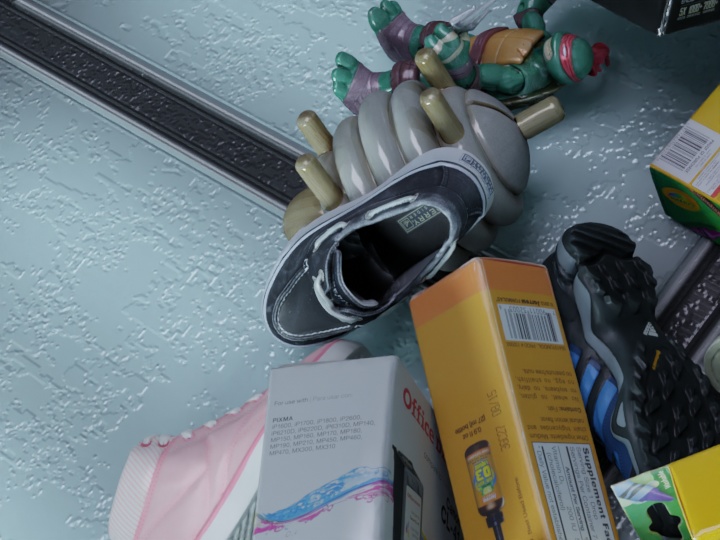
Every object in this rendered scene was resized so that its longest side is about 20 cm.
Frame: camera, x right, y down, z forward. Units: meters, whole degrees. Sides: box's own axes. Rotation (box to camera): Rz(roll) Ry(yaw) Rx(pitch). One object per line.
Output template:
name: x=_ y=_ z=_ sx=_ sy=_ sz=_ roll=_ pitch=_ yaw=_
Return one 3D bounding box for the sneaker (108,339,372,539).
sneaker: x=-0.083 y=0.111 z=1.351 sx=0.104 sy=0.075 sz=0.201 roll=30 pitch=78 yaw=30

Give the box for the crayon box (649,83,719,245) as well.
crayon box: x=0.289 y=-0.096 z=1.337 sx=0.119 sy=0.058 sz=0.200 roll=34 pitch=76 yaw=35

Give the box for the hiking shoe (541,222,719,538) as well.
hiking shoe: x=0.156 y=0.073 z=1.286 sx=0.087 sy=0.074 sz=0.201 roll=-47 pitch=51 yaw=47

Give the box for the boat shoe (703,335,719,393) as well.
boat shoe: x=0.298 y=0.026 z=1.251 sx=0.198 sy=0.075 sz=0.066 roll=-21 pitch=25 yaw=28

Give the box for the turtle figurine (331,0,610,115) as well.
turtle figurine: x=0.085 y=-0.150 z=1.431 sx=0.199 sy=0.101 sz=0.150 roll=-4 pitch=20 yaw=36

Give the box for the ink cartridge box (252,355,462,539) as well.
ink cartridge box: x=-0.001 y=0.170 z=1.232 sx=0.085 sy=0.148 sz=0.201 roll=-5 pitch=58 yaw=20

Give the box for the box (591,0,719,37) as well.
box: x=0.205 y=-0.236 z=1.382 sx=0.199 sy=0.087 sz=0.163 roll=-17 pitch=39 yaw=-40

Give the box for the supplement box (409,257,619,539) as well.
supplement box: x=0.091 y=0.097 z=1.251 sx=0.066 sy=0.068 sz=0.202 roll=-31 pitch=61 yaw=42

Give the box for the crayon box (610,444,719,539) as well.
crayon box: x=0.249 y=0.128 z=1.166 sx=0.199 sy=0.126 sz=0.052 roll=-22 pitch=53 yaw=9

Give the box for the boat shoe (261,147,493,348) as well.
boat shoe: x=0.000 y=0.000 z=1.306 sx=0.200 sy=0.072 sz=0.068 roll=-33 pitch=14 yaw=39

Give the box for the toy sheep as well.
toy sheep: x=0.039 y=-0.062 z=1.376 sx=0.199 sy=0.138 sz=0.139 roll=-24 pitch=52 yaw=19
